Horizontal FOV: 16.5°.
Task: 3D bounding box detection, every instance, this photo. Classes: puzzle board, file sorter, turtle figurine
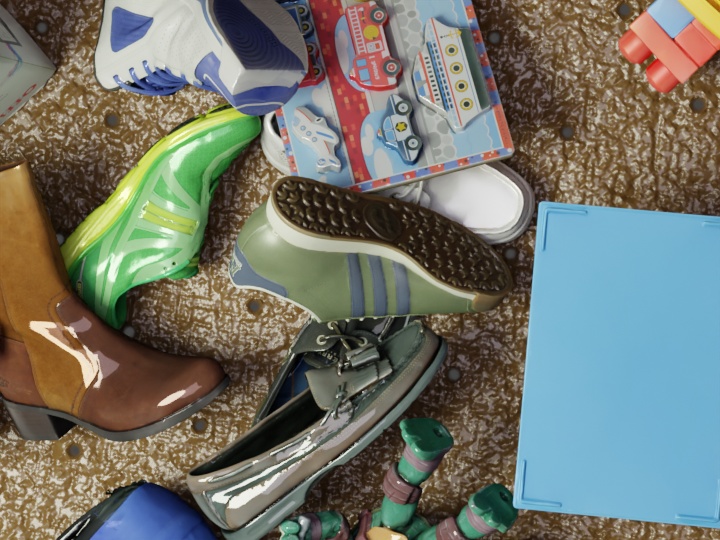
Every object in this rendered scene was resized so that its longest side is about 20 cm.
[{"bbox_3d":[0.008,-0.151,1.698,0.150,0.017,0.201,-15,70,0],"label":"puzzle board"},{"bbox_3d":[0.181,0.059,1.674,0.138,0.123,0.202,5,93,5],"label":"file sorter"},{"bbox_3d":[0.014,0.199,1.690,0.149,0.101,0.200,35,117,-6],"label":"turtle figurine"}]

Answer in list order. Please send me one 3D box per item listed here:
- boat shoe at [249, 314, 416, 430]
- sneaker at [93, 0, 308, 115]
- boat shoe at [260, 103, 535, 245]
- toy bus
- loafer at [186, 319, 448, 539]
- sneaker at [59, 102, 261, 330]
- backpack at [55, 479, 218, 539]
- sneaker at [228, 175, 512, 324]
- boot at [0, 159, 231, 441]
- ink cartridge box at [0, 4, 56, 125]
[{"bbox_3d":[-0.018,0.064,1.728,0.068,0.057,0.201,30,95,5],"label":"boat shoe"},{"bbox_3d":[-0.118,-0.152,1.705,0.200,0.080,0.116,51,125,37],"label":"sneaker"},{"bbox_3d":[0.023,-0.067,1.713,0.199,0.069,0.071,17,87,4],"label":"boat shoe"},{"bbox_3d":[0.276,-0.182,1.662,0.200,0.136,0.192,43,108,1],"label":"toy bus"},{"bbox_3d":[-0.030,0.100,1.669,0.200,0.072,0.063,-43,107,0],"label":"loafer"},{"bbox_3d":[-0.132,-0.039,1.734,0.084,0.074,0.200,44,107,0],"label":"sneaker"},{"bbox_3d":[-0.161,0.254,1.702,0.167,0.163,0.200,38,83,0],"label":"backpack"},{"bbox_3d":[0.000,0.000,1.678,0.090,0.199,0.067,-45,42,35],"label":"sneaker"},{"bbox_3d":[-0.193,0.013,1.695,0.187,0.068,0.201,-2,115,38],"label":"boot"},{"bbox_3d":[-0.306,-0.123,1.683,0.147,0.200,0.086,-41,86,5],"label":"ink cartridge box"}]
